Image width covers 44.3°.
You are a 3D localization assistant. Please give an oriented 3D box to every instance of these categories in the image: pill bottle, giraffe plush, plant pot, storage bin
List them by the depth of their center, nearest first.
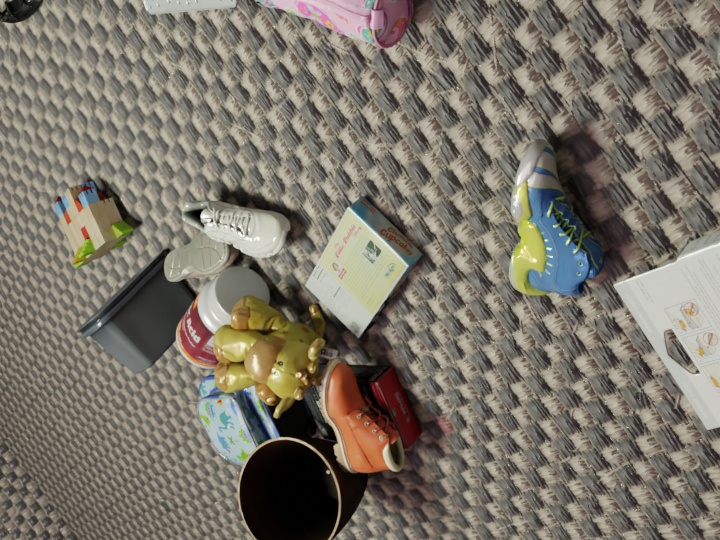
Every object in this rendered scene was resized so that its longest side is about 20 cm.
[{"bbox_3d":[-0.121,0.139,1.325,0.162,0.198,0.174,-126,37,-75],"label":"giraffe plush"},{"bbox_3d":[-0.069,0.354,1.457,0.185,0.200,0.189,-1,89,26],"label":"plant pot"},{"bbox_3d":[-0.231,0.079,1.487,0.114,0.114,0.200,49,142,4],"label":"pill bottle"},{"bbox_3d":[-0.395,0.087,1.608,0.134,0.200,0.145,48,143,-11],"label":"storage bin"}]

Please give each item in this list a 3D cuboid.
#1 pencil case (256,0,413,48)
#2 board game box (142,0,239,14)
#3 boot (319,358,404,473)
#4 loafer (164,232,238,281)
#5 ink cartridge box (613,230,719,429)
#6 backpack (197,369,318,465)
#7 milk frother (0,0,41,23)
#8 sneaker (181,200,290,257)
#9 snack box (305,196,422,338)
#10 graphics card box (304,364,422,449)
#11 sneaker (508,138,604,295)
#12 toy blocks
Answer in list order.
[{"bbox_3d":[-0.037,-0.316,1.002,0.199,0.087,0.088,27,136,27],"label":"pencil case"},{"bbox_3d":[-0.247,-0.444,1.162,0.199,0.026,0.201,11,127,41],"label":"board game box"},{"bbox_3d":[0.006,0.218,1.320,0.106,0.075,0.201,0,121,32],"label":"boot"},{"bbox_3d":[-0.258,-0.022,1.492,0.199,0.063,0.073,-14,76,47],"label":"loafer"},{"bbox_3d":[0.384,0.060,0.901,0.201,0.043,0.173,56,143,-5],"label":"ink cartridge box"},{"bbox_3d":[-0.200,0.246,1.561,0.199,0.147,0.184,-7,112,51],"label":"backpack"},{"bbox_3d":[-0.616,-0.517,1.408,0.200,0.179,0.190,83,178,-72],"label":"milk frother"},{"bbox_3d":[-0.192,-0.069,1.342,0.199,0.081,0.076,12,84,38],"label":"sneaker"},{"bbox_3d":[0.000,0.000,1.250,0.116,0.037,0.200,44,142,10],"label":"snack box"},{"bbox_3d":[-0.005,0.215,1.415,0.199,0.051,0.126,-7,114,46],"label":"graphics card box"},{"bbox_3d":[0.221,-0.051,0.968,0.104,0.076,0.201,15,138,22],"label":"sneaker"},{"bbox_3d":[-0.511,-0.101,1.663,0.200,0.100,0.138,-25,89,52],"label":"toy blocks"}]
